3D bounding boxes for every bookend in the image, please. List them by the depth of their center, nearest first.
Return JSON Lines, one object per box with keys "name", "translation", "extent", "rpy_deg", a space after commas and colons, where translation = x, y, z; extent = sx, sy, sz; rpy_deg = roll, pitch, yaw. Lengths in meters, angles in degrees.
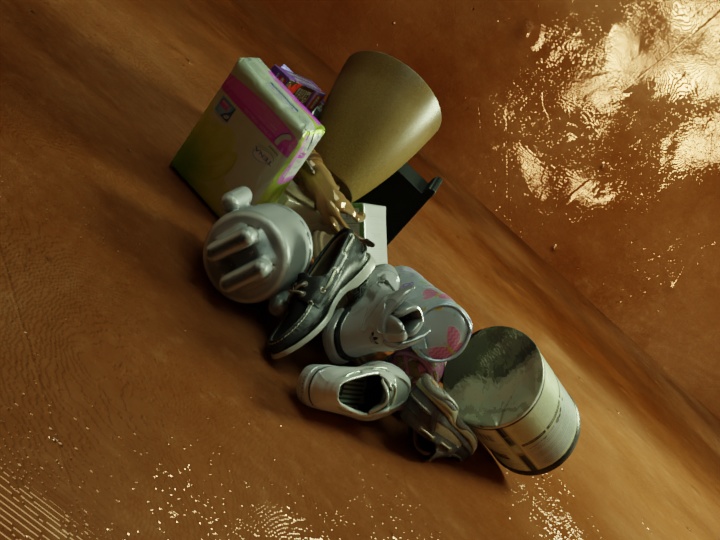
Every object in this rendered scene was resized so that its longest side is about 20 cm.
{"name": "bookend", "translation": [0.001, -0.141, 1.738], "extent": [0.200, 0.199, 0.092], "rpy_deg": [41, 22, -3]}

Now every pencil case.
{"name": "pencil case", "translation": [0.077, 0.056, 1.370], "extent": [0.089, 0.085, 0.200], "rpy_deg": [-1, 15, -19]}
{"name": "pencil case", "translation": [0.075, 0.132, 1.419], "extent": [0.086, 0.084, 0.200], "rpy_deg": [30, 14, 6]}

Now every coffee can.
{"name": "coffee can", "translation": [0.218, 0.188, 1.427], "extent": [0.147, 0.146, 0.200], "rpy_deg": [55, 4, 39]}

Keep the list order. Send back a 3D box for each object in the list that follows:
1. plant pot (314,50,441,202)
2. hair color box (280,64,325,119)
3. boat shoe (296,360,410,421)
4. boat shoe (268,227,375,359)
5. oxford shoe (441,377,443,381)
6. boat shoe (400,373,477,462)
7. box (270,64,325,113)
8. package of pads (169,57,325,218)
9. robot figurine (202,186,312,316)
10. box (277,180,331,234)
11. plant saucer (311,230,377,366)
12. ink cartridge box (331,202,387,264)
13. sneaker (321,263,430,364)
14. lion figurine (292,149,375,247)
{"name": "plant pot", "translation": [0.001, -0.207, 1.591], "extent": [0.185, 0.201, 0.187], "rpy_deg": [29, -23, 14]}
{"name": "hair color box", "translation": [-0.137, -0.246, 1.712], "extent": [0.109, 0.065, 0.200], "rpy_deg": [42, -29, -2]}
{"name": "boat shoe", "translation": [0.009, 0.150, 1.200], "extent": [0.066, 0.075, 0.199], "rpy_deg": [11, 4, 39]}
{"name": "boat shoe", "translation": [-0.055, 0.025, 1.226], "extent": [0.073, 0.200, 0.061], "rpy_deg": [-9, -59, 51]}
{"name": "oxford shoe", "translation": [0.095, 0.100, 1.600], "extent": [0.200, 0.072, 0.085], "rpy_deg": [49, 7, -31]}
{"name": "boat shoe", "translation": [0.094, 0.203, 1.304], "extent": [0.074, 0.073, 0.201], "rpy_deg": [44, -9, 38]}
{"name": "box", "translation": [-0.150, -0.216, 1.555], "extent": [0.039, 0.201, 0.137], "rpy_deg": [44, 15, 15]}
{"name": "package of pads", "translation": [-0.157, -0.170, 1.412], "extent": [0.155, 0.201, 0.068], "rpy_deg": [46, 27, 12]}
{"name": "robot figurine", "translation": [-0.126, -0.025, 1.264], "extent": [0.200, 0.111, 0.172], "rpy_deg": [-29, 98, -75]}
{"name": "box", "translation": [-0.099, -0.087, 1.575], "extent": [0.095, 0.078, 0.199], "rpy_deg": [52, 18, 29]}
{"name": "plant saucer", "translation": [-0.018, 0.037, 1.377], "extent": [0.200, 0.029, 0.203], "rpy_deg": [-21, 91, -82]}
{"name": "ink cartridge box", "translation": [0.000, 0.000, 1.549], "extent": [0.104, 0.058, 0.204], "rpy_deg": [-2, 89, -70]}
{"name": "sneaker", "translation": [0.037, 0.047, 1.261], "extent": [0.200, 0.113, 0.076], "rpy_deg": [-50, 124, -55]}
{"name": "lion figurine", "translation": [-0.055, -0.114, 1.446], "extent": [0.200, 0.072, 0.123], "rpy_deg": [43, -5, 41]}
